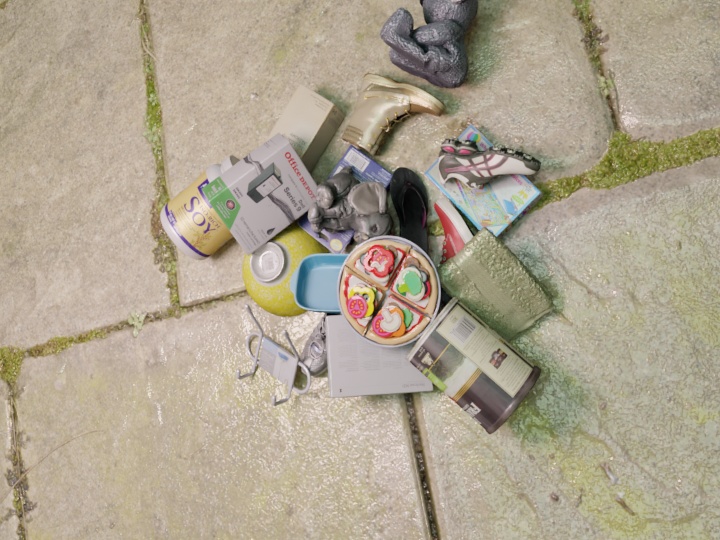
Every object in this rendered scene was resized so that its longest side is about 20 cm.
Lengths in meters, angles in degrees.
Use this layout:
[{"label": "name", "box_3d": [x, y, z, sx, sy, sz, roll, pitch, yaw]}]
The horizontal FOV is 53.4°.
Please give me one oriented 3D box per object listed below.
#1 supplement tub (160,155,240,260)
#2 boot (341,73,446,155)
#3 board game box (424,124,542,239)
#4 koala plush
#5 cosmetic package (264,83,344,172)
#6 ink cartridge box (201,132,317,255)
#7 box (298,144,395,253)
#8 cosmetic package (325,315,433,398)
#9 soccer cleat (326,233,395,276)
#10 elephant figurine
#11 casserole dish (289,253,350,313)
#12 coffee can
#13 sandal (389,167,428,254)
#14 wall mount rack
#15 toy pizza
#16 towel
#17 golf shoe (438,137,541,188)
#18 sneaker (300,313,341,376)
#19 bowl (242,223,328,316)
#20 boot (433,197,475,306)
[{"label": "supplement tub", "box_3d": [-0.313, -0.135, 1.537, 0.199, 0.145, 0.147, -38, 71, 11]}, {"label": "boot", "box_3d": [0.065, -0.304, 1.463, 0.197, 0.073, 0.158, 24, 89, 24]}, {"label": "board game box", "box_3d": [0.238, -0.168, 1.397, 0.134, 0.034, 0.201, -44, 70, 9]}, {"label": "koala plush", "box_3d": [0.166, -0.485, 1.413, 0.182, 0.177, 0.202, 30, 92, 10]}, {"label": "cosmetic package", "box_3d": [-0.132, -0.281, 1.533, 0.103, 0.073, 0.202, 32, 92, 21]}, {"label": "ink cartridge box", "box_3d": [-0.193, -0.155, 1.435, 0.199, 0.147, 0.084, -37, 30, -5]}, {"label": "box", "box_3d": [-0.029, -0.143, 1.485, 0.120, 0.032, 0.201, 36, 92, 15]}, {"label": "cosmetic package", "box_3d": [0.034, 0.161, 1.369, 0.196, 0.052, 0.154, -2, 77, -7]}, {"label": "soccer cleat", "box_3d": [0.000, 0.000, 1.440, 0.198, 0.067, 0.077, -34, 61, 8]}, {"label": "elephant figurine", "box_3d": [0.010, -0.102, 1.392, 0.197, 0.141, 0.158, 22, 104, 18]}, {"label": "casserole dish", "box_3d": [-0.038, 0.030, 1.385, 0.196, 0.039, 0.123, 1, 62, 9]}, {"label": "coffee can", "box_3d": [0.200, 0.167, 1.277, 0.199, 0.146, 0.147, 40, 96, 10]}, {"label": "sandal", "box_3d": [0.105, -0.116, 1.415, 0.074, 0.048, 0.205, -4, 72, -11]}, {"label": "wall mount rack", "box_3d": [-0.183, 0.167, 1.446, 0.198, 0.074, 0.177, 28, 114, 34]}, {"label": "toy pizza", "box_3d": [0.047, 0.039, 1.298, 0.196, 0.032, 0.205, 1, 92, 17]}, {"label": "towel", "box_3d": [0.246, 0.034, 1.318, 0.148, 0.037, 0.200, -41, 96, 13]}, {"label": "golf shoe", "box_3d": [0.242, -0.196, 1.354, 0.197, 0.077, 0.090, 14, 106, 24]}, {"label": "sneaker", "box_3d": [-0.067, 0.119, 1.438, 0.074, 0.082, 0.202, 32, 93, 22]}, {"label": "bowl", "box_3d": [-0.171, -0.009, 1.485, 0.196, 0.107, 0.205, -3, 81, 20]}, {"label": "boot", "box_3d": [0.162, -0.028, 1.385, 0.143, 0.072, 0.202, -33, 75, 14]}]
